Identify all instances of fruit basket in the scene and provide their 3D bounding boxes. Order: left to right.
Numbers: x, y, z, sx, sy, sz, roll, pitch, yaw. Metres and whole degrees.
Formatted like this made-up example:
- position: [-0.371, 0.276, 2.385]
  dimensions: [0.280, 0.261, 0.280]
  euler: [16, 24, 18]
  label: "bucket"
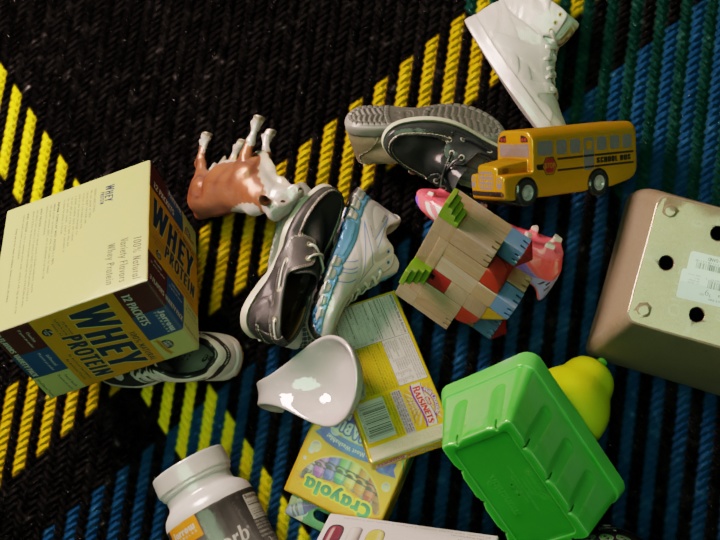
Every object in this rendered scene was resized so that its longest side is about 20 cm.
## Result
- position: [0.201, 0.178, 1.158]
  dimensions: [0.154, 0.214, 0.219]
  euler: [-27, 76, 33]
  label: "fruit basket"

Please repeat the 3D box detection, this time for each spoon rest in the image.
- position: [-0.063, 0.134, 1.198]
  dimensions: [0.199, 0.060, 0.101]
  euler: [-22, 69, 52]
  label: "spoon rest"

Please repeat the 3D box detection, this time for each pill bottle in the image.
- position: [-0.159, 0.316, 1.223]
  dimensions: [0.115, 0.116, 0.202]
  euler: [-31, 77, 6]
  label: "pill bottle"

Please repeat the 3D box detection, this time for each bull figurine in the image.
- position: [-0.144, -0.115, 1.274]
  dimensions: [0.198, 0.065, 0.124]
  euler: [-4, 71, 44]
  label: "bull figurine"

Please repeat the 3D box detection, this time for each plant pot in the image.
- position: [0.363, 0.015, 1.124]
  dimensions: [0.197, 0.177, 0.203]
  euler: [16, 84, 14]
  label: "plant pot"

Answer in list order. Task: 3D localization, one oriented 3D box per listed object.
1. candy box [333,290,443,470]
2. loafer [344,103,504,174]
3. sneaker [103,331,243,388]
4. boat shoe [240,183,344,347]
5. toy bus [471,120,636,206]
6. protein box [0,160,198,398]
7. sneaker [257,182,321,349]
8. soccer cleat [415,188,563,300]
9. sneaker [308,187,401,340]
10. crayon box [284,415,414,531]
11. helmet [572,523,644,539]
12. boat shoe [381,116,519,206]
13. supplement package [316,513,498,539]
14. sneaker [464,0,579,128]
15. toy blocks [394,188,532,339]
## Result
- position: [0.027, 0.122, 1.206]
  dimensions: [0.101, 0.027, 0.202]
  euler: [-15, 57, -11]
  label: "candy box"
- position: [0.079, -0.158, 1.274]
  dimensions: [0.196, 0.076, 0.071]
  euler: [5, 127, 6]
  label: "loafer"
- position: [-0.247, 0.103, 1.289]
  dimensions: [0.196, 0.088, 0.077]
  euler: [-7, 82, 13]
  label: "sneaker"
- position: [-0.063, -0.006, 1.210]
  dimensions: [0.067, 0.072, 0.202]
  euler: [12, 70, 46]
  label: "boat shoe"
- position: [0.218, -0.121, 1.174]
  dimensions: [0.197, 0.065, 0.080]
  euler: [-9, 102, -30]
  label: "toy bus"
- position: [-0.311, 0.010, 1.252]
  dimensions: [0.197, 0.136, 0.201]
  euler: [-18, 47, 9]
  label: "protein box"
- position: [-0.075, -0.006, 1.284]
  dimensions: [0.079, 0.076, 0.204]
  euler: [10, 84, -4]
  label: "sneaker"
- position: [0.146, -0.036, 1.240]
  dimensions: [0.198, 0.067, 0.078]
  euler: [26, 115, 20]
  label: "soccer cleat"
- position: [0.000, 0.000, 1.237]
  dimensions: [0.086, 0.075, 0.203]
  euler: [24, 64, -8]
  label: "sneaker"
- position: [-0.005, 0.221, 1.237]
  dimensions: [0.124, 0.052, 0.203]
  euler: [22, 87, 14]
  label: "crayon box"
- position: [0.255, 0.381, 1.077]
  dimensions: [0.196, 0.191, 0.204]
  euler: [3, 108, 10]
  label: "helmet"
- position: [0.119, -0.117, 1.211]
  dimensions: [0.197, 0.067, 0.075]
  euler: [20, 125, -17]
  label: "boat shoe"
- position: [0.046, 0.373, 1.148]
  dimensions: [0.196, 0.111, 0.159]
  euler: [4, 106, 12]
  label: "supplement package"
- position: [0.220, -0.251, 1.248]
  dimensions: [0.115, 0.074, 0.202]
  euler: [-32, 75, 9]
  label: "sneaker"
- position: [0.128, 0.006, 1.182]
  dimensions: [0.136, 0.201, 0.100]
  euler: [34, 51, 6]
  label: "toy blocks"
